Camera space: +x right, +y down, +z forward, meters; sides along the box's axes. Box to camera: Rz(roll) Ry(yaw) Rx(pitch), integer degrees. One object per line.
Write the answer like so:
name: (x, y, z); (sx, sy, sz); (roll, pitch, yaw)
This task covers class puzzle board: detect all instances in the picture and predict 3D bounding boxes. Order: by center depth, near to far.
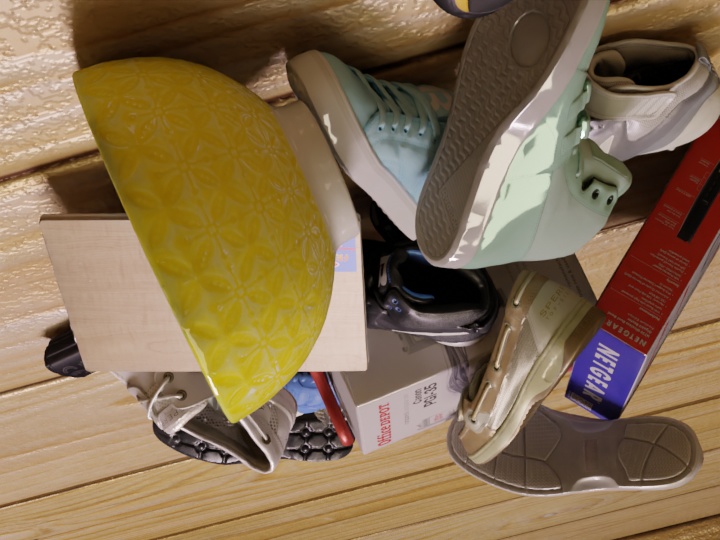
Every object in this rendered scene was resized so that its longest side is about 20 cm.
puzzle board: (-0.095, 0.014, 0.867); (0.197, 0.018, 0.152); (-1, 138, 2)

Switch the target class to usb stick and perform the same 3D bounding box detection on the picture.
usb stick: (-0.162, 0.039, 1.037); (0.198, 0.033, 0.055); (-24, 158, 27)

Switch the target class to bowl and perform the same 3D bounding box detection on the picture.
bowl: (-0.064, -0.033, 0.713); (0.106, 0.202, 0.201); (-25, 160, -5)

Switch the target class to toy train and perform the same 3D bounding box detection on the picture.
toy train: (0.044, -0.017, 1.012); (0.045, 0.035, 0.200); (-14, 159, 11)

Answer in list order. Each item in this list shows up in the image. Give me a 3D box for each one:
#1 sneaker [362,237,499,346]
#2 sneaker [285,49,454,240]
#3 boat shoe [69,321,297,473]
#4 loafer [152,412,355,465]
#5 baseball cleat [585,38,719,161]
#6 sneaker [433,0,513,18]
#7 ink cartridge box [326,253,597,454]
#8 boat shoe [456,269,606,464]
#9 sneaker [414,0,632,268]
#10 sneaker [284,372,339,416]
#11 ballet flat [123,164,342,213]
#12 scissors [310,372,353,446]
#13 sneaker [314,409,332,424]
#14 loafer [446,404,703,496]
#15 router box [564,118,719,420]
sneaker: (0.000, 0.000, 0.914); (0.197, 0.074, 0.112); (9, 168, 3)
sneaker: (0.021, -0.090, 0.791); (0.082, 0.074, 0.200); (-38, 155, 5)
boat shoe: (-0.133, 0.089, 1.005); (0.199, 0.070, 0.071); (32, 133, -22)
loafer: (-0.103, 0.149, 1.298); (0.197, 0.069, 0.070); (5, -164, -11)
baseball cleat: (0.129, -0.091, 0.849); (0.198, 0.070, 0.106); (-29, 149, 14)
sneaker: (0.086, -0.158, 0.602); (0.069, 0.091, 0.200); (-2, 156, -25)
ink cartridge box: (0.073, 0.055, 1.035); (0.197, 0.084, 0.147); (-22, 159, -6)
boat shoe: (0.104, 0.069, 0.930); (0.073, 0.063, 0.201); (-47, 170, -29)
sneaker: (0.114, -0.090, 0.761); (0.117, 0.074, 0.202); (-1, 130, -32)
sneaker: (-0.049, 0.076, 1.133); (0.110, 0.078, 0.200); (-17, 158, 13)
ballet flat: (-0.094, -0.039, 0.864); (0.198, 0.068, 0.046); (-26, -165, 26)
scissors: (-0.047, 0.052, 1.044); (0.014, 0.202, 0.073); (-24, -157, -1)
sneaker: (0.050, 0.086, 1.242); (0.199, 0.071, 0.099); (-24, 163, 38)
loafer: (0.167, 0.144, 1.040); (0.197, 0.073, 0.063); (1, 165, 22)
router box: (0.224, 0.007, 0.999); (0.048, 0.181, 0.200); (30, 164, 14)
